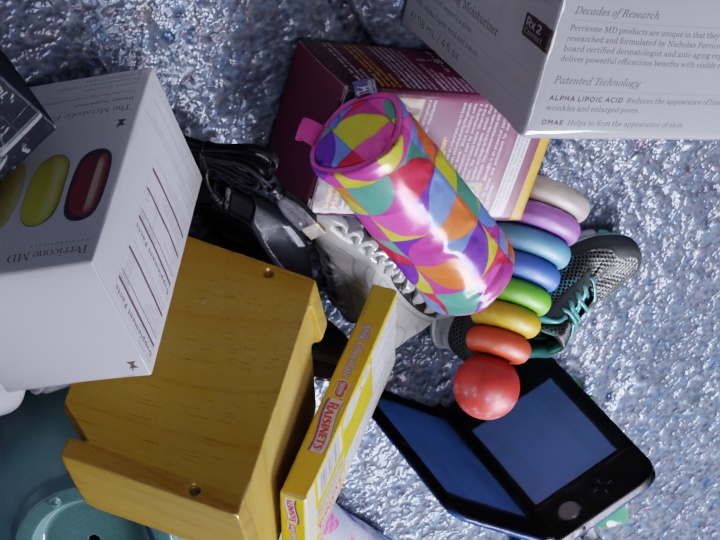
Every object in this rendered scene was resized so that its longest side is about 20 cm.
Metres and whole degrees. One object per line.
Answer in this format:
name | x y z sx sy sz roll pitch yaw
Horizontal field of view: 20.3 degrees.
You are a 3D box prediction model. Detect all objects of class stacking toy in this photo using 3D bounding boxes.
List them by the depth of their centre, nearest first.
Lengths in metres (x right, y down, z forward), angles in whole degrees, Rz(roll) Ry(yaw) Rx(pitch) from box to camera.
stacking toy | 0.120 0.024 1.641 0.085 0.085 0.200 26 78 -39

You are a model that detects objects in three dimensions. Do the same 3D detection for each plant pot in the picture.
plant pot | -0.198 0.176 1.533 0.200 0.134 0.200 -1 119 -1

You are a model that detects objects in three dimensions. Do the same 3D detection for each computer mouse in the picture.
computer mouse | -0.065 -0.040 1.516 0.046 0.140 0.200 -54 133 -22

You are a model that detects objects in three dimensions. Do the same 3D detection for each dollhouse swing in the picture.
dollhouse swing | -0.122 0.113 1.484 0.182 0.200 0.176 19 148 -3

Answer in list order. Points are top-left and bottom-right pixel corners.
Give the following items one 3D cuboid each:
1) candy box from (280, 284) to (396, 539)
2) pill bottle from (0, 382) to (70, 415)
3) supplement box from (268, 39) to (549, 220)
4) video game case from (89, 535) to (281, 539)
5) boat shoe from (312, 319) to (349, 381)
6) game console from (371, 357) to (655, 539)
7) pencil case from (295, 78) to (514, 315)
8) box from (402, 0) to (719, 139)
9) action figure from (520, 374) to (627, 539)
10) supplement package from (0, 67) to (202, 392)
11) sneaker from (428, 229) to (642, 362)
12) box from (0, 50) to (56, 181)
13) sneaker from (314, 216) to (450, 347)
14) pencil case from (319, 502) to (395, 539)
candy box | -0.015 0.117 1.556 0.102 0.026 0.200 94 17 -55
pill bottle | -0.308 0.059 1.449 0.200 0.113 0.113 -13 126 -22
supplement box | 0.040 -0.107 1.556 0.200 0.086 0.110 1 121 -31
video game case | -0.146 0.238 1.657 0.200 0.022 0.182 -19 118 8
boat shoe | -0.098 0.057 1.603 0.200 0.076 0.074 18 116 -29
game console | 0.119 0.134 1.689 0.171 0.200 0.118 -34 132 -6
pencil case | 0.038 -0.049 1.484 0.088 0.088 0.200 -40 130 0
box | 0.169 -0.197 1.493 0.200 0.199 0.131 -1 121 -29
action figure | 0.196 0.180 1.867 0.118 0.055 0.200 -18 124 -15
supplement package | -0.192 -0.029 1.380 0.114 0.200 0.110 -8 132 16
sneaker | 0.163 0.036 1.721 0.200 0.091 0.078 -27 131 -12
box | -0.346 -0.107 1.311 0.197 0.124 0.200 -45 132 2
sneaker | 0.000 0.000 1.620 0.081 0.075 0.200 -39 132 11
pencil case | -0.029 0.241 1.756 0.083 0.091 0.200 -14 139 31
